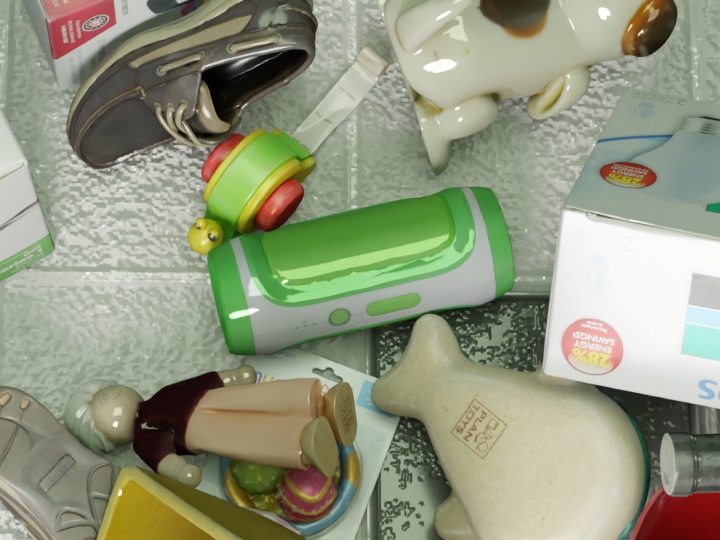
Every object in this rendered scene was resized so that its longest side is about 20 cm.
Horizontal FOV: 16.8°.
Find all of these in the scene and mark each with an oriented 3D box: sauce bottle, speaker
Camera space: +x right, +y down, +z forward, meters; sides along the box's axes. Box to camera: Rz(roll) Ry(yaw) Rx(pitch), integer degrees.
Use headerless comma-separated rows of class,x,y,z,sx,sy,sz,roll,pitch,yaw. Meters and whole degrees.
sauce bottle,0.291,0.121,1.549,0.199,0.066,0.066,-3,74,-5
speaker,0.000,0.000,1.663,0.199,0.088,0.089,-13,75,-7

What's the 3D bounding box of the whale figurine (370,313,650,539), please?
whale figurine,0.104,0.114,1.635,0.200,0.104,0.159,37,100,23

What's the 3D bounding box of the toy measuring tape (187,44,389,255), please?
toy measuring tape,-0.050,-0.089,1.694,0.074,0.074,0.200,40,76,8

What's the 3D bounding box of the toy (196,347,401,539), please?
toy,-0.052,0.147,1.637,0.115,0.047,0.200,21,75,2

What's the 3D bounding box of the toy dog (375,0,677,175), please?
toy dog,0.116,-0.182,1.672,0.199,0.194,0.140,-19,67,1

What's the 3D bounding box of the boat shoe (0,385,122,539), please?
boat shoe,-0.185,0.158,1.615,0.074,0.073,0.200,-41,85,-18

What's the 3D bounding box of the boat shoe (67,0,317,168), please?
boat shoe,-0.116,-0.126,1.656,0.200,0.074,0.073,-34,49,18

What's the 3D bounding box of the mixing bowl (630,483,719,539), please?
mixing bowl,0.262,0.221,1.598,0.199,0.108,0.201,2,70,-5

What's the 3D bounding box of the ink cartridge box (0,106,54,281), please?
ink cartridge box,-0.275,-0.082,1.611,0.084,0.200,0.146,-26,78,-9

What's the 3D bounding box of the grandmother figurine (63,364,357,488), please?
grandmother figurine,-0.104,0.098,1.614,0.199,0.121,0.061,0,113,23

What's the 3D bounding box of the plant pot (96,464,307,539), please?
plant pot,-0.059,0.258,1.516,0.200,0.194,0.196,19,92,-30

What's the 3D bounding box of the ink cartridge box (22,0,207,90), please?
ink cartridge box,-0.134,-0.217,1.686,0.200,0.146,0.083,-22,77,-9

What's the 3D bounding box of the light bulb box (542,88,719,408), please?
light bulb box,0.238,-0.012,1.591,0.198,0.125,0.200,11,28,13
